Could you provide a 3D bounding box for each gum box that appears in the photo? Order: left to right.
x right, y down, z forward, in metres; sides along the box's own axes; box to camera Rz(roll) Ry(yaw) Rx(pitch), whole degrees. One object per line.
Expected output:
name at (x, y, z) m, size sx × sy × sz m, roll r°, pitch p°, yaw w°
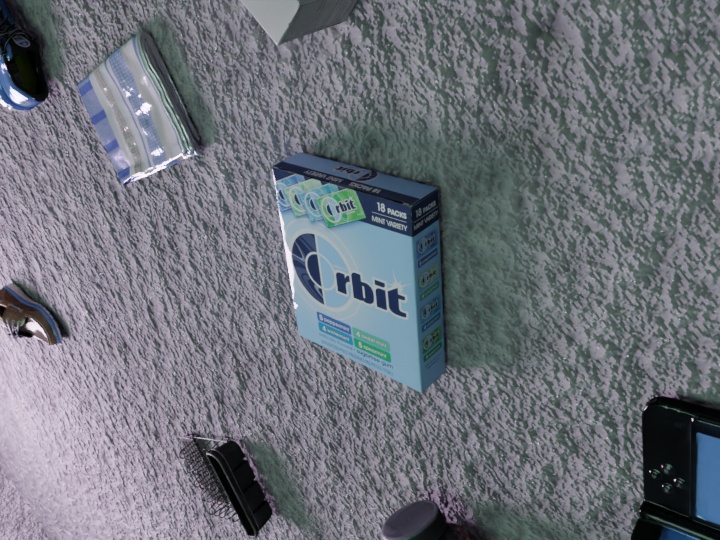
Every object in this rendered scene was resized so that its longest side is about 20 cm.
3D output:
gum box at (0.000, 0.000, 0.734) m, size 0.169 × 0.044 × 0.201 m, roll 20°, pitch 130°, yaw 37°

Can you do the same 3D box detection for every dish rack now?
dish rack at (-0.228, 0.332, 1.201) m, size 0.199 × 0.054 × 0.154 m, roll -7°, pitch 110°, yaw 49°

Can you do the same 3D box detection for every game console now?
game console at (0.279, 0.210, 0.531) m, size 0.199 × 0.116 × 0.177 m, roll 13°, pitch 125°, yaw 40°

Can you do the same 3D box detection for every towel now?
towel at (-0.271, -0.186, 0.906) m, size 0.199 × 0.024 × 0.148 m, roll -8°, pitch 109°, yaw 49°

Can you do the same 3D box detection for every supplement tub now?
supplement tub at (0.096, 0.358, 0.836) m, size 0.107 × 0.107 × 0.201 m, roll -16°, pitch 105°, yaw 50°

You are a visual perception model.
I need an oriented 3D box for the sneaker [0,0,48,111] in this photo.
sneaker at (-0.466, -0.310, 0.993) m, size 0.089 × 0.079 × 0.201 m, roll 4°, pitch 128°, yaw 37°

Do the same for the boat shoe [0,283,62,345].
boat shoe at (-0.657, 0.099, 1.472) m, size 0.199 × 0.072 × 0.073 m, roll 27°, pitch 134°, yaw 32°

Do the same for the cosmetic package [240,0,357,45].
cosmetic package at (-0.090, -0.279, 0.603) m, size 0.200 × 0.082 × 0.051 m, roll 51°, pitch 139°, yaw 6°
